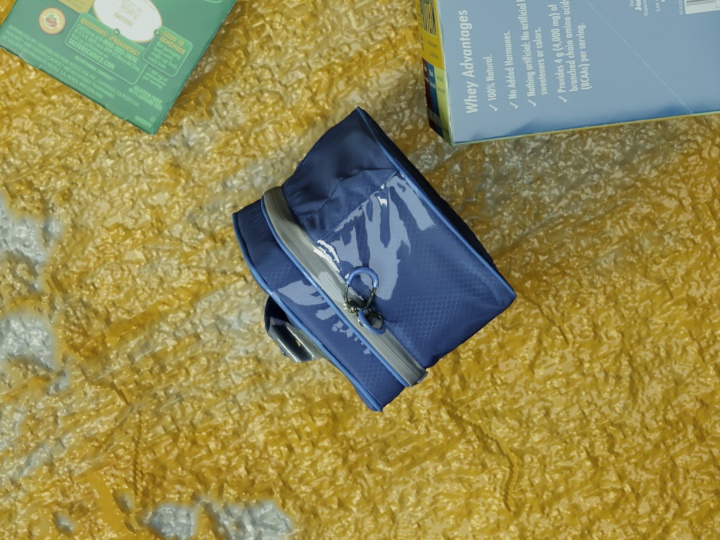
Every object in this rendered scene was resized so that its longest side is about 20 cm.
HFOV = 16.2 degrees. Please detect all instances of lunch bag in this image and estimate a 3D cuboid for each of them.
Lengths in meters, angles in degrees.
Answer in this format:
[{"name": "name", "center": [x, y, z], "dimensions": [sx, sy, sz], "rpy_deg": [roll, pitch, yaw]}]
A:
[{"name": "lunch bag", "center": [0.000, 0.000, 1.571], "dimensions": [0.132, 0.200, 0.136], "rpy_deg": [-41, 104, 5]}]

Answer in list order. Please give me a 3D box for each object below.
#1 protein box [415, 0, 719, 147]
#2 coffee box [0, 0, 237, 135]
[{"name": "protein box", "center": [0.137, -0.191, 1.586], "dimensions": [0.200, 0.135, 0.199], "rpy_deg": [-7, 99, -3]}, {"name": "coffee box", "center": [-0.131, -0.200, 1.611], "dimensions": [0.123, 0.044, 0.200], "rpy_deg": [30, 95, -8]}]
